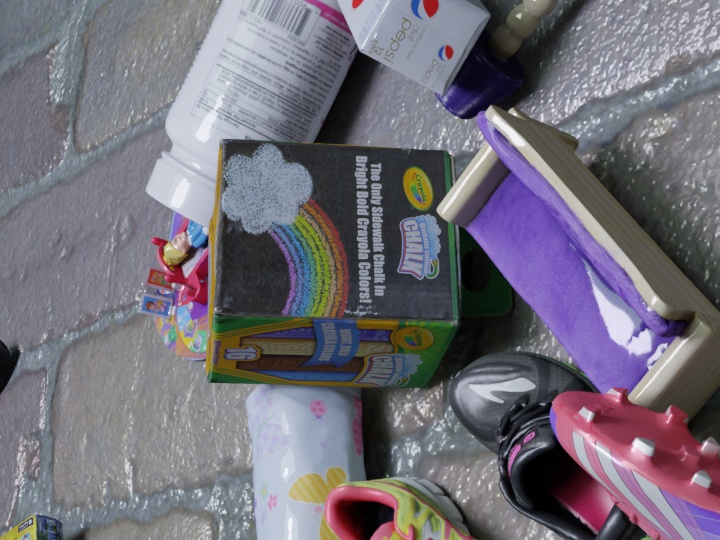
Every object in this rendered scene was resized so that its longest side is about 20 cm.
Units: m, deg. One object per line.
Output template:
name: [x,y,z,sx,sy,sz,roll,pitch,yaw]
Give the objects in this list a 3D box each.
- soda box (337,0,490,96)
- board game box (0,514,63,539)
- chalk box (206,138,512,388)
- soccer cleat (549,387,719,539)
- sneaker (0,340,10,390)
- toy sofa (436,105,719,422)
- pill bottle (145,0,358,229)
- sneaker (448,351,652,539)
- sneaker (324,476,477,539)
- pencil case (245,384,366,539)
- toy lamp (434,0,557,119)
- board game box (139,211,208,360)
soda box: [0.029,-0.192,1.013,0.064,0.067,0.201,-58,19,18]
board game box: [-0.311,0.347,1.287,0.199,0.061,0.202,-34,53,39]
chalk box: [0.000,0.000,0.959,0.124,0.197,0.127,111,160,-65]
soccer cleat: [0.173,0.130,0.728,0.198,0.066,0.077,29,116,23]
sneaker: [-0.432,0.124,1.517,0.201,0.059,0.105,-58,45,23]
toy sofa: [0.123,-0.002,0.839,0.083,0.097,0.201,-53,50,22]
pill bottle: [-0.082,-0.131,1.130,0.113,0.113,0.202,32,97,51]
sneaker: [0.112,0.100,0.842,0.200,0.083,0.078,35,103,50]
sneaker: [0.044,0.188,0.888,0.199,0.090,0.079,30,98,50]
pencil case: [-0.035,0.172,0.997,0.091,0.082,0.203,128,142,-55]
toy lamp: [0.121,-0.180,0.956,0.200,0.058,0.059,-49,44,29]
board game box: [-0.135,-0.028,1.225,0.157,0.039,0.203,-3,75,50]
